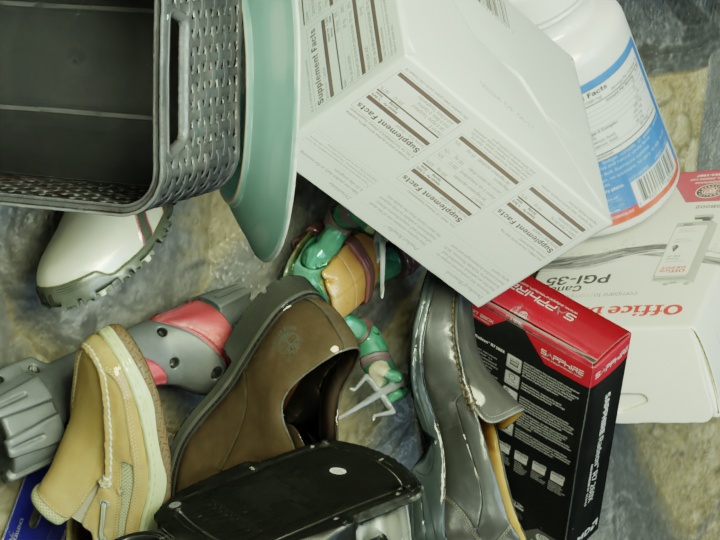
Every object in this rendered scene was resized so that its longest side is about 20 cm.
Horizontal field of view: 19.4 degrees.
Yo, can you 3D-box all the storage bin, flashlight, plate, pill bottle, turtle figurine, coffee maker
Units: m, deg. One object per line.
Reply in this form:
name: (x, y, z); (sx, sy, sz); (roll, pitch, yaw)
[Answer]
storage bin: (-0.171, -0.108, 1.105); (0.094, 0.199, 0.136); (-23, 117, -65)
flashlight: (-0.144, 0.071, 1.281); (0.200, 0.068, 0.068); (-26, 132, -38)
plate: (-0.064, -0.105, 1.168); (0.025, 0.200, 0.201); (-1, 101, -12)
pill bottle: (0.147, -0.131, 1.490); (0.112, 0.112, 0.200); (-45, 127, -28)
turtle figurine: (0.000, 0.000, 1.384); (0.200, 0.100, 0.150); (-51, 147, -44)
coffee maker: (-0.049, 0.222, 1.216); (0.191, 0.135, 0.201); (-10, 109, -7)

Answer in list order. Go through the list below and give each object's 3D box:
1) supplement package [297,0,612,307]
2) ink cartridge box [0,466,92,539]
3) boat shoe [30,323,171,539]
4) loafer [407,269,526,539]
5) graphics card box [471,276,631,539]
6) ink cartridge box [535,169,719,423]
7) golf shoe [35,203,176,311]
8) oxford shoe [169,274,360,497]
supplement package: (0.043, -0.104, 1.303); (0.200, 0.111, 0.156); (36, 33, -37)
ink cartridge box: (-0.134, 0.167, 1.335); (0.200, 0.037, 0.095); (25, 82, -43)
boat shoe: (-0.153, 0.123, 1.215); (0.076, 0.072, 0.201); (-15, 126, -19)
loafer: (0.073, 0.091, 1.368); (0.073, 0.072, 0.201); (-2, 90, -72)
graphics card box: (0.114, 0.096, 1.454); (0.051, 0.125, 0.200); (-37, 144, -37)
ink cartridge box: (0.210, 0.016, 1.520); (0.200, 0.146, 0.083); (-58, 136, -47)
golf shoe: (-0.145, -0.065, 1.252); (0.088, 0.077, 0.200); (51, 55, -31)
oxford shoe: (-0.062, 0.109, 1.285); (0.073, 0.084, 0.200); (0, 123, -49)
